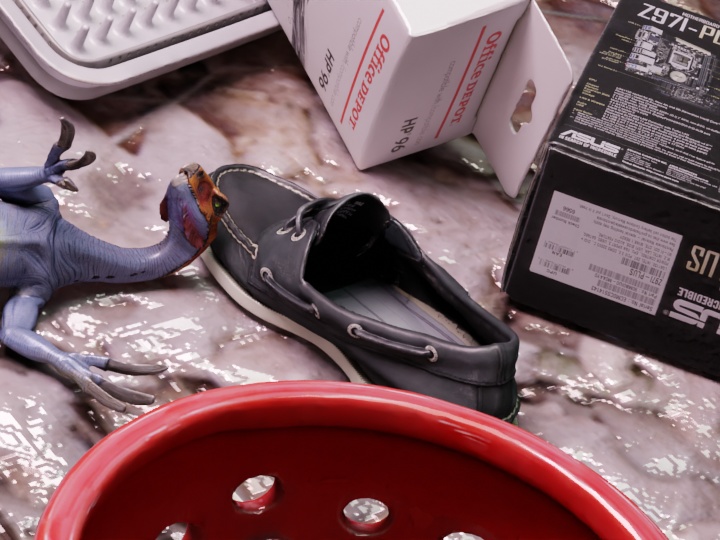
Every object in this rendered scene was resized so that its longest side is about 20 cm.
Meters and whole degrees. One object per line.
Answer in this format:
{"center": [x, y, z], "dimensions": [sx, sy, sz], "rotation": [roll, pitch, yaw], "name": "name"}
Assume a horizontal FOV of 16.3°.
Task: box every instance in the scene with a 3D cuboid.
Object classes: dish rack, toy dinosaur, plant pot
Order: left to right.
{"center": [-0.152, -0.026, 1.038], "dimensions": [0.200, 0.105, 0.181], "rotation": [26, 15, 36], "name": "toy dinosaur"}
{"center": [-0.120, -0.162, 1.234], "dimensions": [0.200, 0.044, 0.172], "rotation": [-25, 70, -41], "name": "dish rack"}
{"center": [-0.010, 0.159, 0.747], "dimensions": [0.200, 0.183, 0.201], "rotation": [9, 37, -7], "name": "plant pot"}

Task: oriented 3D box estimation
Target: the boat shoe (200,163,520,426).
{"center": [-0.002, 0.001, 1.063], "dimensions": [0.074, 0.066, 0.199], "rotation": [-13, 44, -32], "name": "boat shoe"}

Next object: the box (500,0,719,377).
{"center": [0.184, -0.029, 1.148], "dimensions": [0.200, 0.086, 0.164], "rotation": [20, 36, 7], "name": "box"}

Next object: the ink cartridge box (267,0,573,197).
{"center": [0.013, -0.131, 1.170], "dimensions": [0.068, 0.116, 0.200], "rotation": [-20, 67, -22], "name": "ink cartridge box"}
